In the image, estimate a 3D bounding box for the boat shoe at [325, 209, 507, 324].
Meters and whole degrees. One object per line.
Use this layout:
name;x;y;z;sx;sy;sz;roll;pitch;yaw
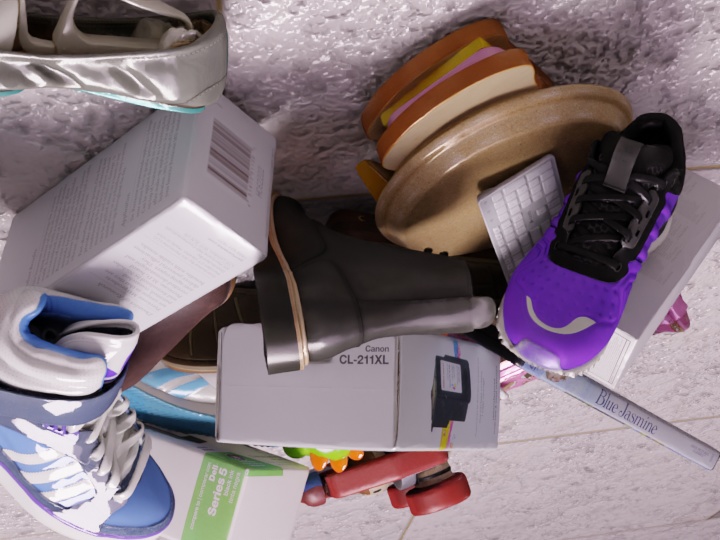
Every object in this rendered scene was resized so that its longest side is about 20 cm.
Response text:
boat shoe;0.064;-0.008;0.819;0.197;0.068;0.072;9;139;-19

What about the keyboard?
keyboard;0.124;-0.015;0.747;0.056;0.011;0.200;-26;149;4

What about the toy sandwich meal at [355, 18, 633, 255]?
toy sandwich meal;0.085;-0.082;0.709;0.203;0.071;0.206;-18;157;-8

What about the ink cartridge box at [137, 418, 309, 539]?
ink cartridge box;-0.170;0.195;1.001;0.198;0.085;0.145;15;176;21

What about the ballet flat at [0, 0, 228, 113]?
ballet flat;-0.165;-0.124;0.556;0.197;0.068;0.064;1;124;-22

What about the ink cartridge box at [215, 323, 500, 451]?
ink cartridge box;0.004;0.090;0.790;0.144;0.084;0.199;-2;171;27

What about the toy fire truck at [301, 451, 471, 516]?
toy fire truck;0.010;0.205;1.101;0.166;0.114;0.200;-19;176;-13

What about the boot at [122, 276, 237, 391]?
boot;-0.173;0.055;0.771;0.072;0.167;0.200;41;146;-4

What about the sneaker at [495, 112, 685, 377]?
sneaker;0.141;-0.029;0.627;0.069;0.200;0.100;25;136;17

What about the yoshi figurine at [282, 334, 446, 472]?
yoshi figurine;-0.007;0.108;1.006;0.199;0.113;0.112;-31;127;30

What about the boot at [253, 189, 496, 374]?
boot;0.000;0.000;0.693;0.136;0.201;0.078;-7;120;-5

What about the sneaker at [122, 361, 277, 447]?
sneaker;-0.149;0.099;0.964;0.197;0.082;0.077;14;152;-4

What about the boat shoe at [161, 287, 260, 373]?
boat shoe;-0.073;0.053;0.897;0.197;0.073;0.068;-12;152;3

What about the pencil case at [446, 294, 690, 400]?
pencil case;0.172;0.044;0.887;0.198;0.088;0.083;-26;152;24

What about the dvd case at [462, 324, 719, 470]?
dvd case;0.149;0.078;0.772;0.199;0.018;0.142;28;-178;-27

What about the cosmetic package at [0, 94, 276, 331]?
cosmetic package;-0.148;-0.022;0.682;0.199;0.102;0.071;-27;134;31

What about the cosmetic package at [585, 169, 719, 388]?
cosmetic package;0.184;-0.009;0.732;0.200;0.082;0.051;-41;154;-42

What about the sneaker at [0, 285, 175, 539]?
sneaker;-0.164;0.091;0.663;0.200;0.081;0.146;41;127;-22
